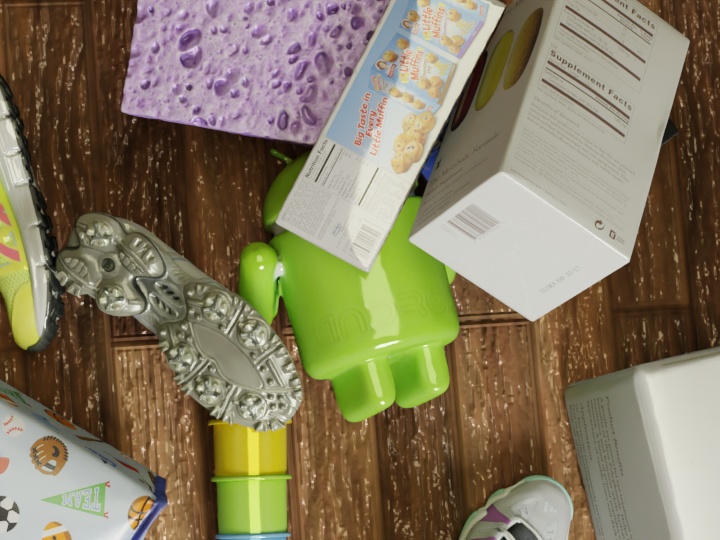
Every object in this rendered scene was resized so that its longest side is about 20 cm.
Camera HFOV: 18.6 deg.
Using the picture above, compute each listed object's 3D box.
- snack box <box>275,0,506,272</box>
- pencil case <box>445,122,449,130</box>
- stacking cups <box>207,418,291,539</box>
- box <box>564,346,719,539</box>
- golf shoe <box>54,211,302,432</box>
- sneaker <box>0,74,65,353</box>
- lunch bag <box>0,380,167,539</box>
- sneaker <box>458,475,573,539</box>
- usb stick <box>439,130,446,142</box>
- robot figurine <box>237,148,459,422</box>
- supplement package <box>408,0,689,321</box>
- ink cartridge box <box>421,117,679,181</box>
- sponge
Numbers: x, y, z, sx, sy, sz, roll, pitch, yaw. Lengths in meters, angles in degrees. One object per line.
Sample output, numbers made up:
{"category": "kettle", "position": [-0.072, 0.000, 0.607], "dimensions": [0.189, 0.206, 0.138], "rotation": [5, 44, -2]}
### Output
{"category": "snack box", "position": [0.020, -0.104, 1.469], "dimensions": [0.072, 0.024, 0.201], "rotation": [28, 90, 4]}
{"category": "pencil case", "position": [-0.028, -0.148, 1.559], "dimensions": [0.199, 0.089, 0.078], "rotation": [9, 99, 3]}
{"category": "stacking cups", "position": [-0.078, 0.203, 1.529], "dimensions": [0.060, 0.060, 0.201], "rotation": [2, 83, -11]}
{"category": "box", "position": [0.276, 0.151, 1.551], "dimensions": [0.199, 0.171, 0.200], "rotation": [-12, 85, -13]}
{"category": "golf shoe", "position": [-0.114, 0.028, 1.524], "dimensions": [0.200, 0.097, 0.078], "rotation": [42, 102, 2]}
{"category": "sneaker", "position": [-0.262, -0.035, 1.524], "dimensions": [0.090, 0.078, 0.201], "rotation": [-17, 81, -3]}
{"category": "lunch bag", "position": [-0.247, 0.192, 1.468], "dimensions": [0.169, 0.124, 0.201], "rotation": [32, 91, -5]}
{"category": "sneaker", "position": [0.093, 0.225, 1.519], "dimensions": [0.078, 0.140, 0.200], "rotation": [38, 77, -4]}
{"category": "usb stick", "position": [0.055, -0.135, 1.617], "dimensions": [0.200, 0.033, 0.055], "rotation": [46, 78, -3]}
{"category": "robot figurine", "position": [0.000, 0.000, 1.542], "dimensions": [0.174, 0.116, 0.201], "rotation": [-14, 82, -21]}
{"category": "supplement package", "position": [0.128, -0.090, 1.477], "dimensions": [0.109, 0.114, 0.201], "rotation": [33, 53, -17]}
{"category": "ink cartridge box", "position": [0.137, -0.089, 1.583], "dimensions": [0.200, 0.044, 0.094], "rotation": [-34, 90, -38]}
{"category": "sponge", "position": [-0.057, -0.144, 1.500], "dimensions": [0.199, 0.030, 0.112], "rotation": [10, 90, 3]}
